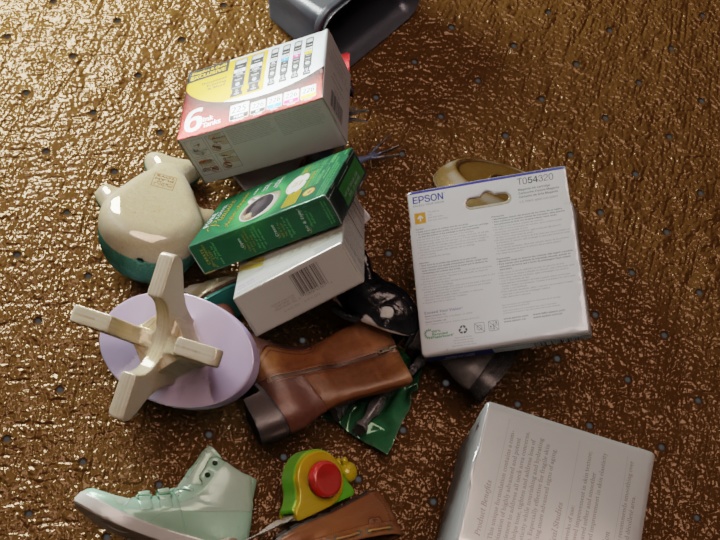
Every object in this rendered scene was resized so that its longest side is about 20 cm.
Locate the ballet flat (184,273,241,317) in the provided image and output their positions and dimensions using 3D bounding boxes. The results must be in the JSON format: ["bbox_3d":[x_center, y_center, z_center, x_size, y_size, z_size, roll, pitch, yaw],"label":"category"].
[{"bbox_3d":[-0.212,0.056,1.576,0.199,0.070,0.070,-38,74,-21],"label":"ballet flat"}]

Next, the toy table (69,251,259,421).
[{"bbox_3d":[-0.221,0.082,1.451,0.197,0.117,0.186,2,77,17],"label":"toy table"}]

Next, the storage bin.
[{"bbox_3d":[-0.030,-0.385,1.780,0.134,0.146,0.200,36,64,22],"label":"storage bin"}]

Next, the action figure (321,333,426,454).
[{"bbox_3d":[0.038,0.112,1.586,0.117,0.055,0.200,32,60,12],"label":"action figure"}]

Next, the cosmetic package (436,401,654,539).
[{"bbox_3d":[0.200,0.275,1.461,0.198,0.167,0.169,17,62,1],"label":"cosmetic package"}]

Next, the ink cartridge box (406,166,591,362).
[{"bbox_3d":[0.159,-0.006,1.522,0.194,0.043,0.203,-8,72,12],"label":"ink cartridge box"}]

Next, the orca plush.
[{"bbox_3d":[0.000,0.000,1.566,0.104,0.072,0.200,-4,31,-32],"label":"orca plush"}]

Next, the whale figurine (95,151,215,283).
[{"bbox_3d":[-0.252,-0.064,1.620,0.157,0.105,0.201,12,39,-5],"label":"whale figurine"}]

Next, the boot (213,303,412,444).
[{"bbox_3d":[-0.062,0.087,1.530,0.198,0.069,0.189,-23,56,-15],"label":"boot"}]

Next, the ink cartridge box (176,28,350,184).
[{"bbox_3d":[-0.117,-0.220,1.644,0.198,0.084,0.177,-14,45,17],"label":"ink cartridge box"}]

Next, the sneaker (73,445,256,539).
[{"bbox_3d":[-0.214,0.248,1.469,0.198,0.074,0.119,18,69,-9],"label":"sneaker"}]

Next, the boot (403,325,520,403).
[{"bbox_3d":[0.148,0.055,1.595,0.131,0.070,0.200,39,48,7],"label":"boot"}]

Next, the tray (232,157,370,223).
[{"bbox_3d":[-0.089,-0.105,1.690,0.107,0.022,0.200,-36,74,-21],"label":"tray"}]

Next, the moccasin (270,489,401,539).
[{"bbox_3d":[-0.046,0.322,1.462,0.200,0.074,0.078,-20,59,-27],"label":"moccasin"}]

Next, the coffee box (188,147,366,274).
[{"bbox_3d":[-0.096,-0.070,1.537,0.198,0.044,0.123,-20,24,26],"label":"coffee box"}]

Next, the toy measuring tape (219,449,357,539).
[{"bbox_3d":[-0.083,0.248,1.472,0.199,0.074,0.074,-18,66,-38],"label":"toy measuring tape"}]

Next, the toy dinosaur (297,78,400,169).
[{"bbox_3d":[-0.046,-0.168,1.671,0.197,0.106,0.183,-10,45,-5],"label":"toy dinosaur"}]

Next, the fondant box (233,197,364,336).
[{"bbox_3d":[-0.068,-0.021,1.534,0.143,0.200,0.059,-27,112,12],"label":"fondant box"}]

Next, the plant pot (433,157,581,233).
[{"bbox_3d":[0.189,-0.098,1.651,0.198,0.028,0.200,16,21,-6],"label":"plant pot"}]
